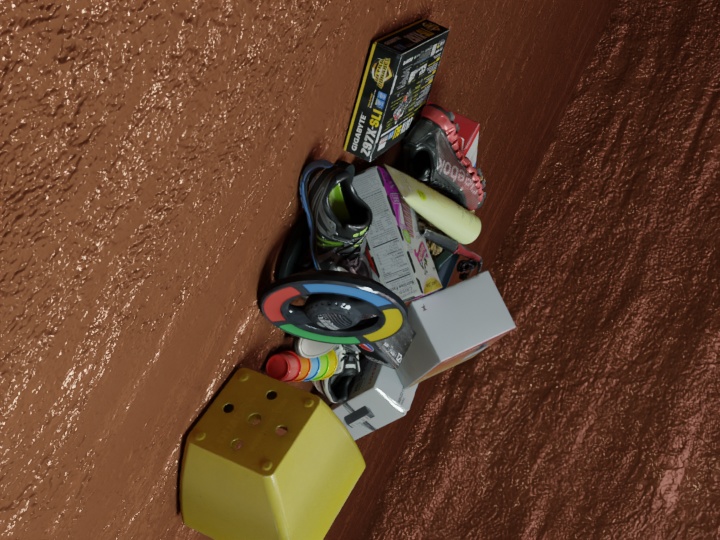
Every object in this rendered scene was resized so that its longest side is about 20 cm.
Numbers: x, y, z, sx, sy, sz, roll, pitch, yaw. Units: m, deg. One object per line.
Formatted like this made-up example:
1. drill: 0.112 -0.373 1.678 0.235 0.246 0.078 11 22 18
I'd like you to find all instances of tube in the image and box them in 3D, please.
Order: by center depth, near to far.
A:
1. tube: 0.111 -0.098 1.334 0.199 0.058 0.052 27 76 -43

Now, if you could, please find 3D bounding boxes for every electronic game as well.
1. electronic game: -0.036 0.054 1.167 0.200 0.198 0.042 85 9 -63

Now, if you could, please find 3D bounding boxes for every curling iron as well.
1. curling iron: 0.149 -0.029 1.416 0.200 0.025 0.050 33 82 -55

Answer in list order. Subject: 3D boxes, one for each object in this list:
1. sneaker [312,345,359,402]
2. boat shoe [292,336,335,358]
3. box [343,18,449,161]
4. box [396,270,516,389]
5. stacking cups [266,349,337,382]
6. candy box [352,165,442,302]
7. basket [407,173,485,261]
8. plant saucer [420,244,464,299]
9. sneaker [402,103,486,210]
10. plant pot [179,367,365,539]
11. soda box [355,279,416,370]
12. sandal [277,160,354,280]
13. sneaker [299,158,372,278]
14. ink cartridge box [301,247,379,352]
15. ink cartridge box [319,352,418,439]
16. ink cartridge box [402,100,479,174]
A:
1. sneaker: -0.023 0.138 1.518 0.075 0.088 0.202 -1 121 -31
2. boat shoe: -0.059 0.080 1.399 0.200 0.057 0.067 -42 124 -49
3. box: 0.054 -0.261 1.252 0.200 0.049 0.161 -44 158 -55
4. box: 0.141 0.103 1.471 0.151 0.107 0.200 -22 167 -20
5. stacking cups: -0.090 0.151 1.386 0.061 0.060 0.200 -66 166 4
6. candy box: 0.052 -0.053 1.323 0.202 0.061 0.136 71 17 1
7. basket: 0.109 -0.095 1.524 0.149 0.142 0.200 -53 166 -24
8. plant saucer: 0.135 0.020 1.532 0.070 0.019 0.201 -43 163 -28
9. sneaker: 0.126 -0.156 1.358 0.098 0.071 0.201 -46 129 -14
10. plant pot: -0.128 0.253 1.188 0.200 0.198 0.177 -54 152 -36
11. soda box: 0.005 0.063 1.299 0.071 0.063 0.200 -59 137 -21
12. sandal: -0.052 -0.060 1.201 0.202 0.048 0.075 -61 165 -16
13. sneaker: -0.023 -0.046 1.137 0.071 0.082 0.201 -33 123 -30
14. ink cartridge box: 0.000 0.000 1.360 0.201 0.057 0.163 -56 136 -17
15. ink cartridge box: 0.012 0.219 1.604 0.199 0.084 0.145 -34 -159 40
16. ink cartridge box: 0.135 -0.214 1.483 0.068 0.115 0.200 -59 165 -18
